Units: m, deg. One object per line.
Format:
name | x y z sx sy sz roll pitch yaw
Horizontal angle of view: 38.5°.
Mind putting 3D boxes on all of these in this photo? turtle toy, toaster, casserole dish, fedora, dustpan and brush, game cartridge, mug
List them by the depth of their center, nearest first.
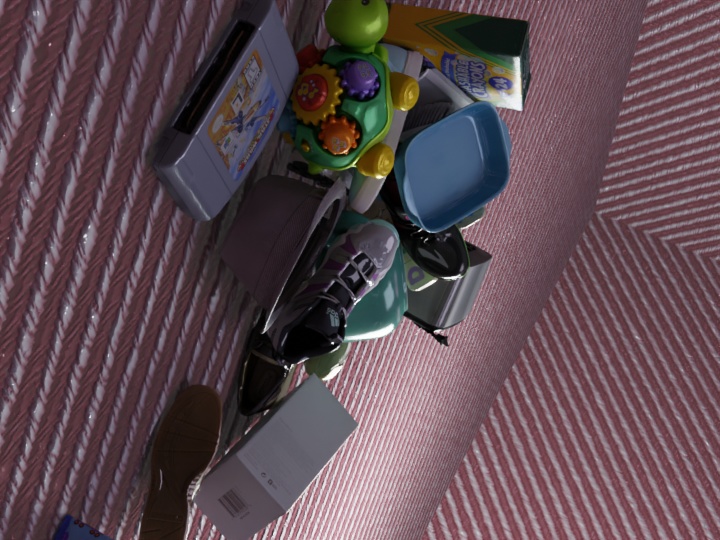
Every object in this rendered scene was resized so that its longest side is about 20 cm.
game cartridge | -0.124 -0.153 0.995 0.202 0.041 0.133 -62 158 -15
turtle toy | -0.020 -0.198 1.088 0.101 0.145 0.203 15 97 -58
fedora | -0.092 -0.036 1.113 0.178 0.089 0.200 -64 176 36
casserole dish | 0.107 -0.125 1.230 0.199 0.039 0.123 -32 115 -36
mug | 0.001 0.011 1.312 0.185 0.112 0.155 97 -12 -83
dustpan and brush | 0.054 -0.170 1.314 0.139 0.198 0.058 32 57 -38
toaster | 0.095 0.005 1.563 0.120 0.198 0.180 -66 162 16

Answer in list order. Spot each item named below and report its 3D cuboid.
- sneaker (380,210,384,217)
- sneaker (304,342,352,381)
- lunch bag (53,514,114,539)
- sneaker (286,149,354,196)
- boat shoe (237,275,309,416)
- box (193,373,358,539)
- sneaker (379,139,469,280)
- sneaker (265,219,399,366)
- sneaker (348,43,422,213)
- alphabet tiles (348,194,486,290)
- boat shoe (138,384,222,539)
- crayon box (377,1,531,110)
sneaker | 0.070 -0.116 1.472 0.200 0.074 0.117 -109 -151 -71
sneaker | -0.042 0.057 1.460 0.090 0.067 0.202 24 91 -61
lunch bag | -0.273 0.373 1.014 0.201 0.149 0.094 -59 161 -23
sneaker | -0.023 -0.136 1.253 0.200 0.073 0.080 24 84 -72
boat shoe | -0.106 0.098 1.291 0.065 0.072 0.203 -41 150 -63
box | -0.111 0.246 1.349 0.124 0.098 0.200 -42 -179 38
sneaker | 0.068 -0.067 1.283 0.076 0.201 0.084 -32 -167 13
sneaker | -0.025 0.037 1.176 0.200 0.078 0.140 -45 -159 11
sneaker | 0.007 -0.167 1.189 0.074 0.081 0.203 119 -11 -76
alphabet tiles | 0.070 -0.082 1.375 0.194 0.202 0.015 -30 163 32
boat shoe | -0.210 0.227 1.185 0.072 0.071 0.203 -173 -84 -77
crayon box | 0.103 -0.259 1.245 0.126 0.197 0.052 64 41 -67
